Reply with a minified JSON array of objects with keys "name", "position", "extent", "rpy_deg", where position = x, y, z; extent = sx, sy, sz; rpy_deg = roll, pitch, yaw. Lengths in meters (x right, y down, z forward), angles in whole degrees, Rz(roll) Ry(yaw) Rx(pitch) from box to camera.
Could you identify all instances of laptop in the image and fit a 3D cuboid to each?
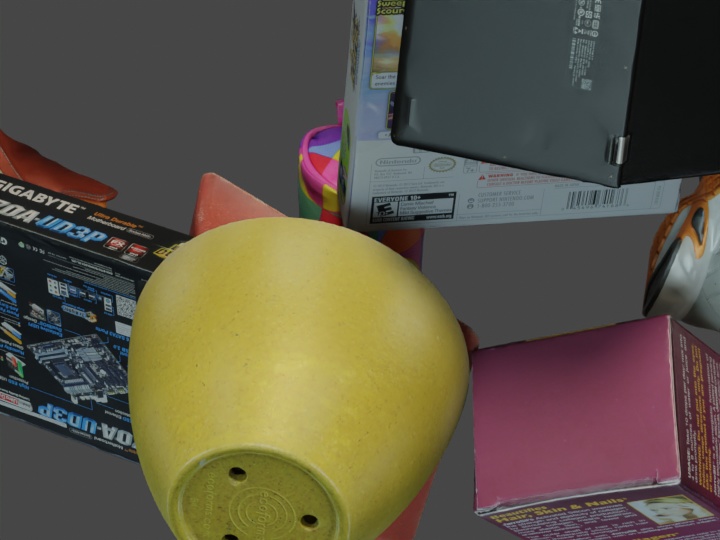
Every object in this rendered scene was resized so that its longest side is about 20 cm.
[{"name":"laptop","position":[0.135,-0.150,1.405],"extent":[0.199,0.116,0.188],"rpy_deg":[11,108,16]}]

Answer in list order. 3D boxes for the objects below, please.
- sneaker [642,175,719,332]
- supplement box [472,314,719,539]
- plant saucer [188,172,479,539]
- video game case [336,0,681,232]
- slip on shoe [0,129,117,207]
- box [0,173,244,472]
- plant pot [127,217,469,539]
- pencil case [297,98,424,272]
[{"name":"sneaker","position":[0.239,-0.038,1.532],"extent":[0.092,0.076,0.200],"rpy_deg":[19,134,-8]},{"name":"supplement box","position":[0.164,0.111,1.576],"extent":[0.130,0.104,0.200],"rpy_deg":[-10,158,25]},{"name":"plant saucer","position":[-0.039,0.065,1.618],"extent":[0.199,0.037,0.200],"rpy_deg":[31,136,14]},{"name":"video game case","position":[0.091,-0.105,1.482],"extent":[0.199,0.046,0.182],"rpy_deg":[-4,137,-9]},{"name":"slip on shoe","position":[-0.185,-0.038,1.684],"extent":[0.061,0.074,0.200],"rpy_deg":[-43,98,0]},{"name":"box","position":[-0.153,0.039,1.623],"extent":[0.199,0.046,0.160],"rpy_deg":[17,130,25]},{"name":"plant pot","position":[-0.046,0.093,1.484],"extent":[0.199,0.142,0.201],"rpy_deg":[5,127,7]},{"name":"pencil case","position":[0.000,0.000,1.629],"extent":[0.088,0.089,0.201],"rpy_deg":[12,127,11]}]
